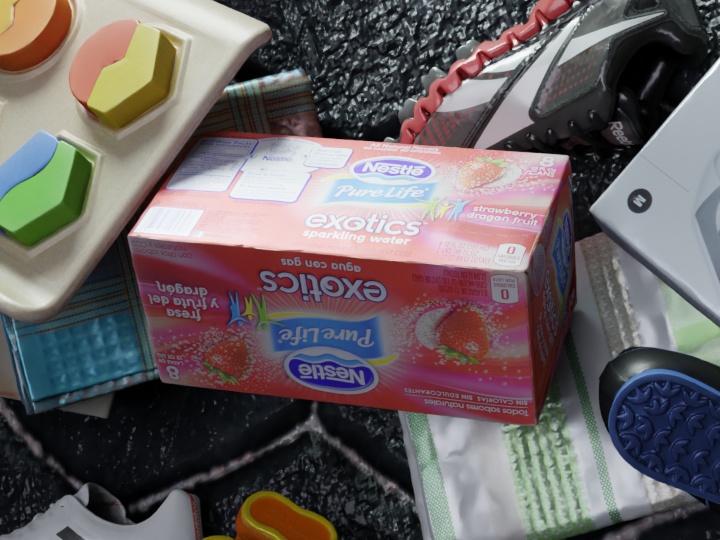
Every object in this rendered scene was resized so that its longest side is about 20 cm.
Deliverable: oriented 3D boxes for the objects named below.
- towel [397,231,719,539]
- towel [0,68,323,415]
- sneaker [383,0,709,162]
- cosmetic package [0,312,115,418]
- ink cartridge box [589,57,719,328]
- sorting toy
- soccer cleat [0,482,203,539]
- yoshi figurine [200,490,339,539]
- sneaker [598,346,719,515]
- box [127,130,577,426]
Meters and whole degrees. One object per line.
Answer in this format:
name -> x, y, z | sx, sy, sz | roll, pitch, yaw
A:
towel -> 0.113, 0.060, 0.919 | 0.200, 0.031, 0.150 | -18, 76, 23
towel -> -0.107, -0.018, 0.973 | 0.199, 0.022, 0.147 | -16, 93, -8
sneaker -> 0.098, -0.086, 0.921 | 0.200, 0.071, 0.098 | -41, 63, 16
cosmetic package -> -0.173, -0.025, 1.030 | 0.103, 0.087, 0.201 | -174, 98, -69
ink cartridge box -> 0.244, -0.040, 0.837 | 0.200, 0.041, 0.200 | 41, 93, 27
sorting toy -> -0.168, -0.085, 0.924 | 0.185, 0.036, 0.200 | 27, 73, 36
soccer cleat -> -0.178, 0.168, 1.040 | 0.199, 0.069, 0.085 | -5, 71, 25
yoshi figurine -> -0.065, 0.222, 0.938 | 0.112, 0.112, 0.200 | -101, 27, -48
sneaker -> 0.199, 0.097, 0.826 | 0.200, 0.078, 0.070 | 34, 103, -5
box -> 0.000, 0.000, 0.878 | 0.199, 0.103, 0.095 | 5, 128, 17
